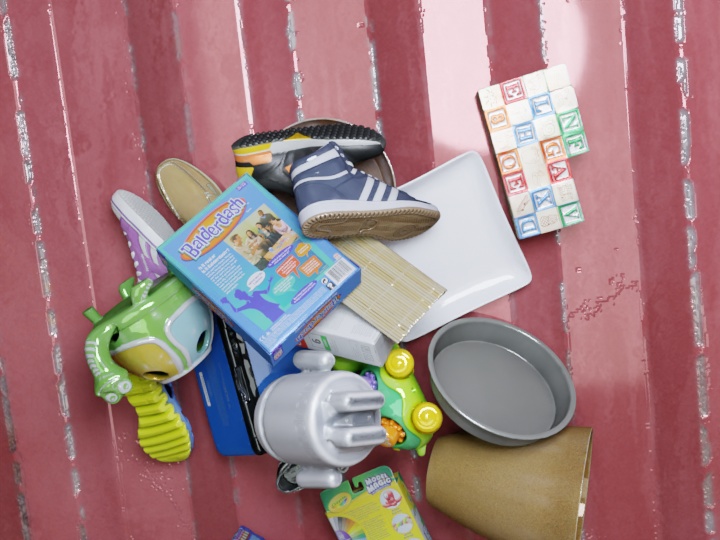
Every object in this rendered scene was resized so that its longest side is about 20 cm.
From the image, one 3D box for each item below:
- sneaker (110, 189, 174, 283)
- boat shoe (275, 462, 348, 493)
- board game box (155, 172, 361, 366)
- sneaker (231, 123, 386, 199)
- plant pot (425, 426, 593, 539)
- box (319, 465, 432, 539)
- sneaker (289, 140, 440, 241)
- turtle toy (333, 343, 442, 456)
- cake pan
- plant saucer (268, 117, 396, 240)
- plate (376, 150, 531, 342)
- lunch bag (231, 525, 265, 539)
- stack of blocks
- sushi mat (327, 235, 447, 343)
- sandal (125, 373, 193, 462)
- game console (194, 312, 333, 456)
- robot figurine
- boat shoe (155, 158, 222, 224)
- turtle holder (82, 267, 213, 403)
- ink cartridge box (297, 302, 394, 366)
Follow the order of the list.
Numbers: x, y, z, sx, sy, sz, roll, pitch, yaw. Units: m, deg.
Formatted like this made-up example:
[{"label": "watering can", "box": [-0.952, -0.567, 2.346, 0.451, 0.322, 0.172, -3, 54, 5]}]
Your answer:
[{"label": "sneaker", "box": [-0.299, -0.009, 1.115, 0.114, 0.073, 0.201, -39, 92, 12]}, {"label": "boat shoe", "box": [-0.035, 0.244, 1.120, 0.199, 0.068, 0.074, -30, 93, 8]}, {"label": "board game box", "box": [-0.122, -0.006, 0.968, 0.200, 0.045, 0.152, 41, 70, 18]}, {"label": "sneaker", "box": [-0.064, -0.137, 1.050, 0.200, 0.070, 0.090, -3, 115, 5]}, {"label": "plant pot", "box": [0.194, 0.282, 1.060, 0.200, 0.186, 0.187, 8, 98, 19]}, {"label": "box", "box": [0.033, 0.378, 1.143, 0.117, 0.048, 0.200, -24, 97, 9]}, {"label": "sneaker", "box": [0.004, -0.098, 0.994, 0.070, 0.200, 0.109, -50, 52, 45]}, {"label": "turtle toy", "box": [0.030, 0.155, 1.057, 0.101, 0.146, 0.200, -27, 78, -2]}, {"label": "cake pan", "box": [0.177, 0.144, 1.036, 0.200, 0.200, 0.037, 22, 130, 3]}, {"label": "plant saucer", "box": [-0.050, -0.106, 1.095, 0.200, 0.034, 0.201, 1, 98, 5]}, {"label": "plate", "box": [0.102, -0.032, 1.072, 0.200, 0.032, 0.200, -26, 104, 3]}, {"label": "lunch bag", "box": [-0.183, 0.491, 1.126, 0.094, 0.151, 0.200, 25, 99, 2]}, {"label": "stack of blocks", "box": [0.233, -0.153, 1.046, 0.115, 0.059, 0.200, -16, 95, 7]}, {"label": "sushi mat", "box": [0.000, 0.000, 0.995, 0.200, 0.012, 0.096, 36, 71, 18]}, {"label": "sandal", "box": [-0.282, 0.183, 1.133, 0.079, 0.087, 0.200, -8, 118, 9]}, {"label": "game console", "box": [-0.137, 0.144, 1.118, 0.171, 0.118, 0.200, -17, 88, 49]}, {"label": "robot figurine", "box": [-0.055, 0.181, 0.987, 0.200, 0.113, 0.170, -13, 73, 49]}, {"label": "boat shoe", "box": [-0.210, -0.072, 1.093, 0.072, 0.076, 0.200, -42, 91, 9]}, {"label": "turtle holder", "box": [-0.259, 0.076, 1.010, 0.141, 0.186, 0.132, -29, 104, 9]}, {"label": "ink cartridge box", "box": [-0.042, 0.049, 1.043, 0.200, 0.109, 0.050, 10, 141, 28]}]
